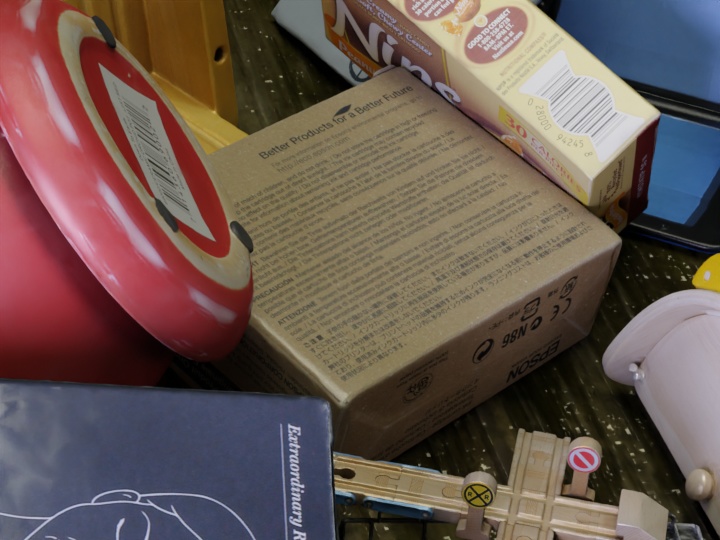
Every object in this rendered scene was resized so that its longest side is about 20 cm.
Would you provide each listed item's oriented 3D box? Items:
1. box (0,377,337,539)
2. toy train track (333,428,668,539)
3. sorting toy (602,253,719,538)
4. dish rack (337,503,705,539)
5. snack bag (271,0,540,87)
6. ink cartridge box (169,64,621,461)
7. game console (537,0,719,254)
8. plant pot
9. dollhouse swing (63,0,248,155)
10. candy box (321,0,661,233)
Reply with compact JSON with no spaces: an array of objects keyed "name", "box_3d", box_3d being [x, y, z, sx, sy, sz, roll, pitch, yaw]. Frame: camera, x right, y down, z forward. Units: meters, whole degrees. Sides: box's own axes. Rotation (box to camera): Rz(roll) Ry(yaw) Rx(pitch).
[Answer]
[{"name":"box","box_3d":[-0.114,0.127,0.818,0.200,0.107,0.149,5,63,-16]},{"name":"toy train track","box_3d":[0.030,0.085,0.934,0.200,0.033,0.115,9,35,6]},{"name":"sorting toy","box_3d":[0.237,0.078,1.020,0.180,0.107,0.200,10,31,-24]},{"name":"dish rack","box_3d":[0.066,0.159,0.910,0.200,0.055,0.153,1,36,-7]},{"name":"snack bag","box_3d":[0.051,-0.182,1.303,0.189,0.021,0.200,-49,40,4]},{"name":"ink cartridge box","box_3d":[0.000,0.000,1.085,0.200,0.075,0.165,-28,56,-36]},{"name":"game console","box_3d":[0.149,-0.119,1.254,0.200,0.171,0.118,17,11,18]},{"name":"plant pot","box_3d":[-0.160,-0.007,0.943,0.182,0.200,0.200,-33,35,13]},{"name":"dollhouse swing","box_3d":[-0.126,-0.088,1.157,0.176,0.182,0.200,21,38,40]},{"name":"candy box","box_3d":[0.064,-0.103,1.159,0.055,0.115,0.200,-42,72,-13]}]
